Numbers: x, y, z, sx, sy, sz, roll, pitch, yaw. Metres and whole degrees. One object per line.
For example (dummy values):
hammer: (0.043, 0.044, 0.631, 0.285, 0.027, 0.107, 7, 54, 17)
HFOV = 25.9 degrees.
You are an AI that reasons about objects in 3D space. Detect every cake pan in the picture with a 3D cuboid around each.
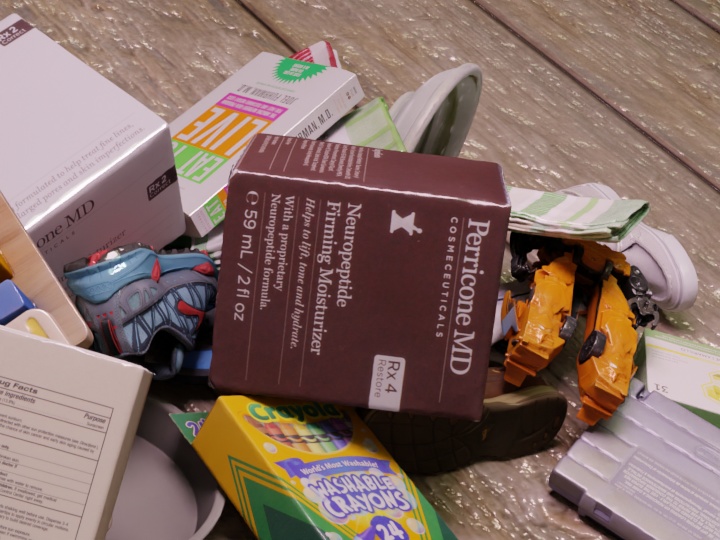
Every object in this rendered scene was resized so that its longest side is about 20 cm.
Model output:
cake pan: (-0.195, 0.150, 1.097, 0.200, 0.037, 0.200, 11, 34, -8)

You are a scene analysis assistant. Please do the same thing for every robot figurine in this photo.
robot figurine: (0.177, 0.034, 1.305, 0.145, 0.058, 0.200, 29, 34, -6)

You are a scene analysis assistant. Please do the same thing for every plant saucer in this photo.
plant saucer: (0.044, -0.105, 1.426, 0.050, 0.200, 0.200, 29, 35, 13)

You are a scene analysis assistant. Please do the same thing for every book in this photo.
book: (-0.108, -0.111, 1.364, 0.200, 0.048, 0.133, -43, 37, -24)

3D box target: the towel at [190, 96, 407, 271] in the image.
towel: (-0.058, -0.077, 1.331, 0.200, 0.031, 0.149, -29, 29, 5)

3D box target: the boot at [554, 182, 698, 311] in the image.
boot: (0.235, -0.018, 1.517, 0.095, 0.074, 0.200, -8, 32, -24)

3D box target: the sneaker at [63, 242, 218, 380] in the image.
sneaker: (-0.158, 0.037, 1.166, 0.079, 0.096, 0.200, -15, -6, 17)

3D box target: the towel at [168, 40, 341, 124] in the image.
towel: (-0.106, -0.138, 1.452, 0.200, 0.023, 0.144, -27, 30, 8)

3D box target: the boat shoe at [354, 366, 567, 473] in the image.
boat shoe: (0.072, 0.112, 1.247, 0.200, 0.072, 0.068, -2, 32, -36)

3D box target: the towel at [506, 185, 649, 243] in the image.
towel: (0.138, -0.057, 1.351, 0.200, 0.023, 0.153, 8, 14, 18)

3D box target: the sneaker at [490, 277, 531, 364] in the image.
sneaker: (0.141, 0.048, 1.383, 0.200, 0.073, 0.071, -10, 70, -39)

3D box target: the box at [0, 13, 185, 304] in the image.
box: (-0.279, -0.067, 1.238, 0.200, 0.131, 0.199, 36, 60, 27)

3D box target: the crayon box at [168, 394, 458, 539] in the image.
crayon box: (-0.032, 0.150, 1.117, 0.126, 0.052, 0.200, 2, 37, -47)

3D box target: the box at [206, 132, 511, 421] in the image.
box: (0.000, 0.000, 1.169, 0.199, 0.166, 0.164, 7, 14, 1)

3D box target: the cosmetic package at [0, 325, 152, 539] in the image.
cosmetic package: (-0.204, 0.142, 0.960, 0.105, 0.200, 0.071, 17, -7, -1)

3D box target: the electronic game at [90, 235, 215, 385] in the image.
electronic game: (-0.149, 0.026, 1.295, 0.200, 0.042, 0.200, 11, 33, -7)

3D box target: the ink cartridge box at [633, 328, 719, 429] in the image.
ink cartridge box: (0.304, 0.138, 1.328, 0.145, 0.048, 0.200, 16, 31, -1)

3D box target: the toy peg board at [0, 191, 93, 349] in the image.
toy peg board: (-0.322, 0.013, 1.053, 0.200, 0.098, 0.199, -34, 71, -5)

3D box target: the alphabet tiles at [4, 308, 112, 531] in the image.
alphabet tiles: (-0.259, 0.117, 1.002, 0.200, 0.015, 0.196, -34, 86, -6)

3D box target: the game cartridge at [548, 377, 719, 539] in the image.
game cartridge: (0.262, 0.180, 1.230, 0.200, 0.038, 0.130, 32, 58, 22)
